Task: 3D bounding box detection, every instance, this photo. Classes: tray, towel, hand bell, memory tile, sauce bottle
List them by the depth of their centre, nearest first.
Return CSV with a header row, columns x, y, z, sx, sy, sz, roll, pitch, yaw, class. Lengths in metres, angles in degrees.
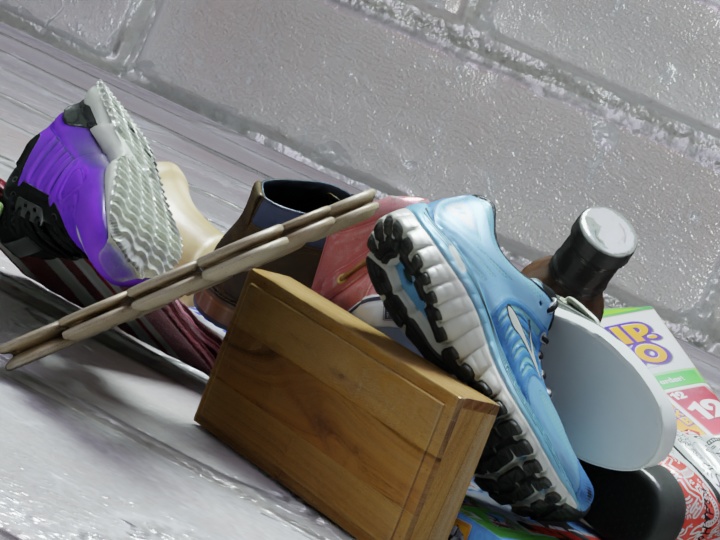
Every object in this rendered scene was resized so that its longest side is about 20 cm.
x,y,z,sx,sy,sz,roll,pitch,yaw,class
-0.096,0.006,1.259,0.199,0.017,0.153,-22,1,31,memory tile
-0.013,0.080,1.267,0.037,0.099,0.200,14,10,-41,tray
0.116,0.036,1.438,0.064,0.200,0.065,15,48,-18,sauce bottle
-0.179,-0.002,1.467,0.200,0.023,0.144,26,-19,34,towel
-0.077,0.017,1.517,0.200,0.104,0.104,31,9,23,hand bell

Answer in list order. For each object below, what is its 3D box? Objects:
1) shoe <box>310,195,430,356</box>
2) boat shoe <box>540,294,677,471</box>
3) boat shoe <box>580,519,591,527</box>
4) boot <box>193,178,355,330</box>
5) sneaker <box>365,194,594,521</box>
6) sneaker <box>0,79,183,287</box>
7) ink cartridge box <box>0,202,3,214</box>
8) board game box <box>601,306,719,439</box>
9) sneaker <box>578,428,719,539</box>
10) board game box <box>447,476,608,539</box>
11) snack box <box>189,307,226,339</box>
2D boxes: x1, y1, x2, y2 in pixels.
x,y,z,sx,sy,sz,roll,pitch,yaw,class
-0.004,0.027,1.387,0.071,0.091,0.200,14,-26,-18,shoe
0.122,0.050,1.323,0.063,0.071,0.200,0,28,-43,boat shoe
0.170,0.160,1.438,0.071,0.061,0.201,22,6,-18,boat shoe
0.000,0.000,1.453,0.199,0.097,0.075,6,35,-23,boot
0.086,0.045,1.256,0.090,0.201,0.078,-27,3,-28,sneaker
-0.169,-0.032,1.338,0.070,0.099,0.200,55,7,-28,sneaker
-0.337,-0.053,1.338,0.199,0.076,0.148,17,9,-39,ink cartridge box
0.181,0.074,1.534,0.095,0.030,0.200,-2,25,-13,board game box
0.150,0.110,1.386,0.108,0.068,0.201,5,22,-42,sneaker
0.068,0.145,1.311,0.151,0.037,0.200,17,8,-46,board game box
-0.078,0.059,1.564,0.072,0.024,0.200,16,10,-42,snack box
